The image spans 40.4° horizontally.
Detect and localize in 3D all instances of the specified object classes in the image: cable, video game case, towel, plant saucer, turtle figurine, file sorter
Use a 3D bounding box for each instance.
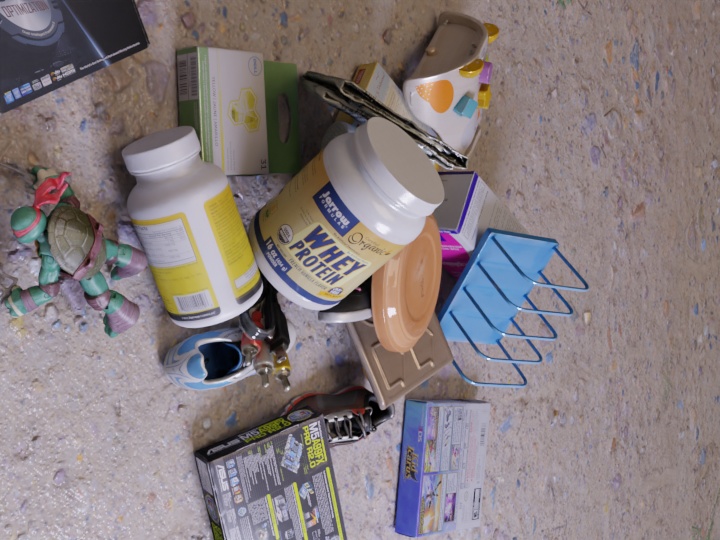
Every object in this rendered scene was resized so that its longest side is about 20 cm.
[{"bbox_3d":[-0.120,0.045,1.148,0.097,0.050,0.201,43,21,-39],"label":"cable"},{"bbox_3d":[0.129,0.301,1.514,0.181,0.045,0.202,10,84,-51],"label":"video game case"},{"bbox_3d":[0.023,-0.182,1.208,0.192,0.200,0.035,30,94,-20],"label":"towel"},{"bbox_3d":[0.066,0.007,1.269,0.200,0.032,0.202,8,90,-67],"label":"plant saucer"},{"bbox_3d":[-0.292,-0.019,0.953,0.200,0.100,0.151,42,61,-50],"label":"turtle figurine"},{"bbox_3d":[0.222,0.060,1.444,0.138,0.123,0.201,7,123,-34],"label":"file sorter"}]

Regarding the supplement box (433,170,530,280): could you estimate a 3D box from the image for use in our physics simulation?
[{"bbox_3d":[0.168,-0.057,1.498,0.200,0.101,0.104,38,64,-44],"label":"supplement box"}]

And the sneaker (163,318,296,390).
[{"bbox_3d":[-0.140,0.098,1.157,0.199,0.072,0.073,-16,102,-50],"label":"sneaker"}]

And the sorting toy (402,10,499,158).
[{"bbox_3d":[0.150,-0.257,1.454,0.201,0.106,0.181,-64,151,-43],"label":"sorting toy"}]

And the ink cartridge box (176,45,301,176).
[{"bbox_3d":[-0.129,-0.187,1.174,0.199,0.048,0.147,-7,97,-48],"label":"ink cartridge box"}]

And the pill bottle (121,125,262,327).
[{"bbox_3d":[-0.185,-0.048,1.062,0.112,0.111,0.201,-38,120,-42],"label":"pill bottle"}]

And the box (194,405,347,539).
[{"bbox_3d":[-0.104,0.288,1.196,0.159,0.044,0.202,-19,108,-29],"label":"box"}]

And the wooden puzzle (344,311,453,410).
[{"bbox_3d":[0.039,0.076,1.368,0.200,0.046,0.186,-27,96,-51],"label":"wooden puzzle"}]

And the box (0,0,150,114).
[{"bbox_3d":[-0.314,-0.260,0.947,0.200,0.043,0.161,-39,121,-42],"label":"box"}]

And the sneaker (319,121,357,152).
[{"bbox_3d":[-0.012,-0.080,1.273,0.118,0.074,0.202,16,93,-41],"label":"sneaker"}]

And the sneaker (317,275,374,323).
[{"bbox_3d":[0.000,0.000,1.243,0.200,0.070,0.100,-30,119,-57],"label":"sneaker"}]

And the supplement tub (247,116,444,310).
[{"bbox_3d":[-0.016,-0.064,1.112,0.144,0.200,0.145,36,31,-25],"label":"supplement tub"}]

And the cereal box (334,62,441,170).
[{"bbox_3d":[0.040,-0.175,1.383,0.200,0.039,0.145,43,60,-41],"label":"cereal box"}]

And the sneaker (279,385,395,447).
[{"bbox_3d":[-0.028,0.196,1.289,0.199,0.081,0.078,-19,107,-49],"label":"sneaker"}]
